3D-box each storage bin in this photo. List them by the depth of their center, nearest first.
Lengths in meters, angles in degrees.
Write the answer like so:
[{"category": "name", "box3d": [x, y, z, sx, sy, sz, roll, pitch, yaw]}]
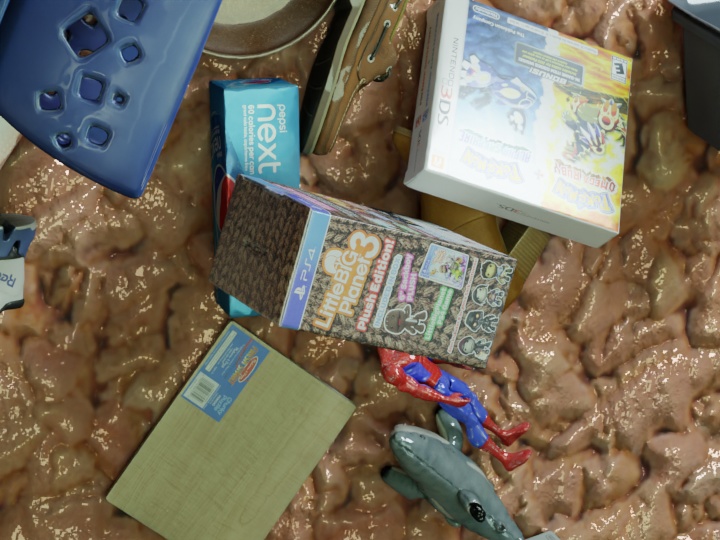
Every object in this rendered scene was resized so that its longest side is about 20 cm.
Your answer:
[{"category": "storage bin", "box3d": [0.376, -0.174, 1.679, 0.144, 0.200, 0.135, -10, 116, -14]}]

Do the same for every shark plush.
[{"category": "shark plush", "box3d": [0.094, 0.221, 1.712, 0.091, 0.083, 0.201, -35, 94, -3]}]

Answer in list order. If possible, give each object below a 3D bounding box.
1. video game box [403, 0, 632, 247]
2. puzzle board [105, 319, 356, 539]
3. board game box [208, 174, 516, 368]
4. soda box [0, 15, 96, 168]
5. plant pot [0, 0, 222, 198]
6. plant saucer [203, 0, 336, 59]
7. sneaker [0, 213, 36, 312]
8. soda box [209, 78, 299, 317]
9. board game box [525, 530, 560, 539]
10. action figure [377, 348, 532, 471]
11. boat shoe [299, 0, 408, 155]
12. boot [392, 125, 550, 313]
[{"category": "video game box", "box3d": [0.144, -0.135, 1.644, 0.198, 0.047, 0.184, 16, 68, -19]}, {"category": "puzzle board", "box3d": [-0.119, 0.165, 1.692, 0.150, 0.017, 0.201, 35, 90, -19]}, {"category": "board game box", "box3d": [0.000, 0.000, 1.536, 0.199, 0.159, 0.098, 13, 97, -27]}, {"category": "soda box", "box3d": [-0.292, -0.168, 1.543, 0.068, 0.064, 0.201, 33, 91, -20]}, {"category": "plant pot", "box3d": [-0.221, -0.187, 1.426, 0.179, 0.200, 0.201, 22, 95, -13]}, {"category": "plant saucer", "box3d": [-0.107, -0.285, 1.586, 0.198, 0.037, 0.202, -4, 102, -16]}, {"category": "sneaker", "box3d": [-0.369, 0.018, 1.551, 0.198, 0.081, 0.116, -5, 101, -17]}, {"category": "soda box", "box3d": [-0.092, -0.064, 1.616, 0.067, 0.064, 0.202, -4, 102, -16]}, {"category": "board game box", "box3d": [0.124, 0.331, 1.730, 0.198, 0.148, 0.065, -18, 109, -12]}, {"category": "action figure", "box3d": [0.080, 0.110, 1.714, 0.199, 0.066, 0.052, 35, 123, -21]}, {"category": "boat shoe", "box3d": [0.002, -0.191, 1.619, 0.067, 0.072, 0.202, 16, 98, -19]}, {"category": "boot", "box3d": [0.070, -0.024, 1.677, 0.201, 0.071, 0.144, 38, 89, -25]}]
